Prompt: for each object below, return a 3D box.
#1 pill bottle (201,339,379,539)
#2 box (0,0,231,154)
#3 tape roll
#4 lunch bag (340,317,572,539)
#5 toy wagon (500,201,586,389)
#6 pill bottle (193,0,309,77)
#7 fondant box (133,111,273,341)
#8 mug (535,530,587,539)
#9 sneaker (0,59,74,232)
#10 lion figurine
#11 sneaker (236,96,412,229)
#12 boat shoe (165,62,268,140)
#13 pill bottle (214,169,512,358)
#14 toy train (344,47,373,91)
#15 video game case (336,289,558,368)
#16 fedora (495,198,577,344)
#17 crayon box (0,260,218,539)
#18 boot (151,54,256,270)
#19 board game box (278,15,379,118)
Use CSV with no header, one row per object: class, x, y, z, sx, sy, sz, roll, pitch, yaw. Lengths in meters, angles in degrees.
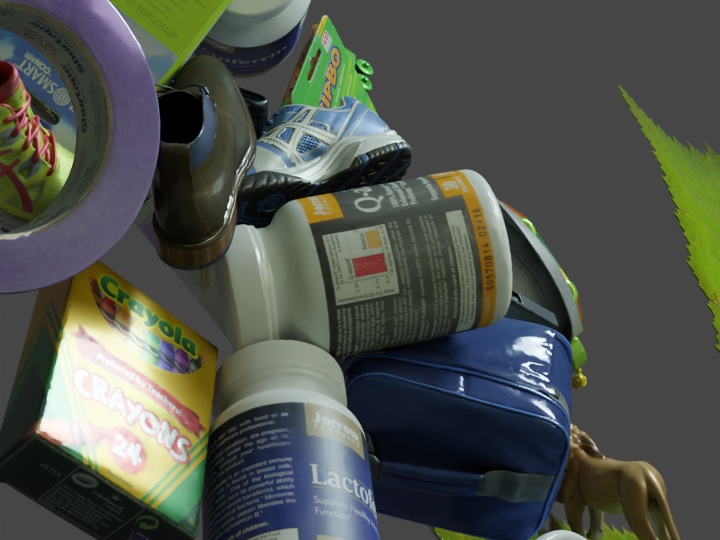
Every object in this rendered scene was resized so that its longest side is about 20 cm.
pill bottle,-0.047,0.151,0.930,0.115,0.115,0.202,33,33,-35
box,-0.182,-0.185,1.047,0.121,0.201,0.048,37,-9,-2
tape roll,-0.223,-0.087,0.853,0.198,0.065,0.203,1,88,-30
lunch bag,0.061,0.114,1.084,0.197,0.137,0.133,12,32,0
toy wagon,0.169,0.026,1.413,0.201,0.039,0.155,55,-17,2
pill bottle,-0.099,-0.237,1.194,0.116,0.115,0.200,53,-7,0
fondant box,-0.082,-0.034,1.156,0.145,0.058,0.200,51,26,-4
mug,0.149,0.282,1.051,0.175,0.147,0.201,43,41,-10
sneaker,-0.239,-0.092,0.933,0.199,0.090,0.079,29,34,-42
lion figurine,0.225,0.197,1.285,0.072,0.199,0.124,-15,101,-40
sneaker,-0.059,-0.074,1.067,0.198,0.076,0.077,-19,60,-32
boat shoe,-0.152,-0.159,1.115,0.198,0.069,0.084,30,28,5
pill bottle,0.000,0.000,1.019,0.197,0.117,0.117,-10,57,-12
toy train,-0.020,-0.162,1.432,0.056,0.042,0.201,31,33,-19
video game case,0.053,0.048,1.184,0.199,0.142,0.019,27,34,-42
fedora,0.108,0.018,1.335,0.090,0.178,0.200,-34,65,-23
crayon box,-0.157,0.074,0.915,0.127,0.051,0.201,38,30,-28
boot,-0.110,-0.105,0.974,0.098,0.074,0.202,89,-2,-47
board game box,-0.020,-0.129,1.276,0.201,0.030,0.096,62,41,-54
